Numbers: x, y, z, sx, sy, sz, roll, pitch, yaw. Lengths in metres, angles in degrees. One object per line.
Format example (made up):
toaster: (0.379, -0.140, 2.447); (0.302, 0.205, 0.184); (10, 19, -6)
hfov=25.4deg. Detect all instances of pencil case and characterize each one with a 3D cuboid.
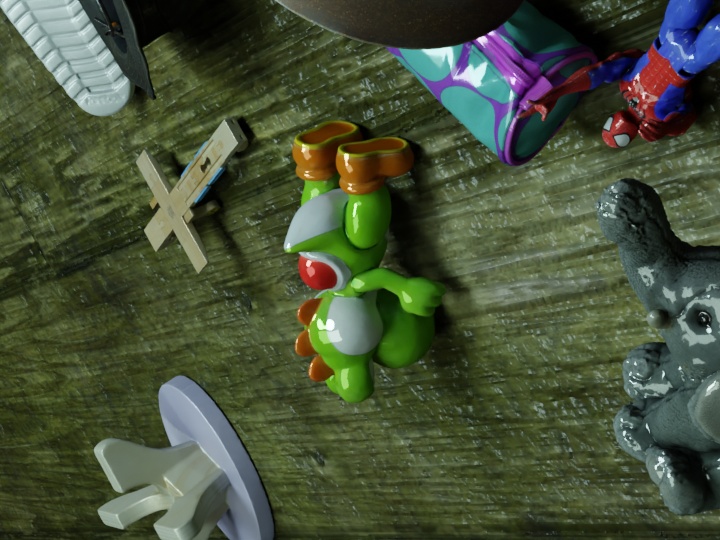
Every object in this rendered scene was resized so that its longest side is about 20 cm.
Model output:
pencil case: (0.048, -0.156, 0.949); (0.200, 0.085, 0.092); (45, -179, 18)

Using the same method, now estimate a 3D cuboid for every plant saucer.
plant saucer: (0.010, -0.207, 0.847); (0.201, 0.200, 0.035); (50, 144, 12)

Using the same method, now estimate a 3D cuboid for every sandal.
sandal: (-0.259, -0.226, 1.364); (0.050, 0.082, 0.204); (-80, -32, -69)

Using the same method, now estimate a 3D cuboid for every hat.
hat: (-0.175, -0.233, 1.199); (0.201, 0.080, 0.201); (58, 170, 16)

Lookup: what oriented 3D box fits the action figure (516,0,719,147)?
action figure: (0.156, -0.112, 0.828); (0.065, 0.099, 0.200); (50, 152, 13)

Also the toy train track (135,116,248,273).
toy train track: (-0.134, -0.073, 1.353); (0.115, 0.032, 0.200); (60, 145, 10)

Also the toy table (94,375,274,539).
toy table: (-0.182, 0.224, 1.610); (0.201, 0.117, 0.183); (59, 150, -5)

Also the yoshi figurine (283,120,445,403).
yoshi figurine: (0.009, -0.005, 1.169); (0.111, 0.113, 0.202); (2, 112, 8)

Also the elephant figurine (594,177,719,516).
elephant figurine: (0.207, 0.042, 0.844); (0.201, 0.154, 0.142); (91, 159, -56)
